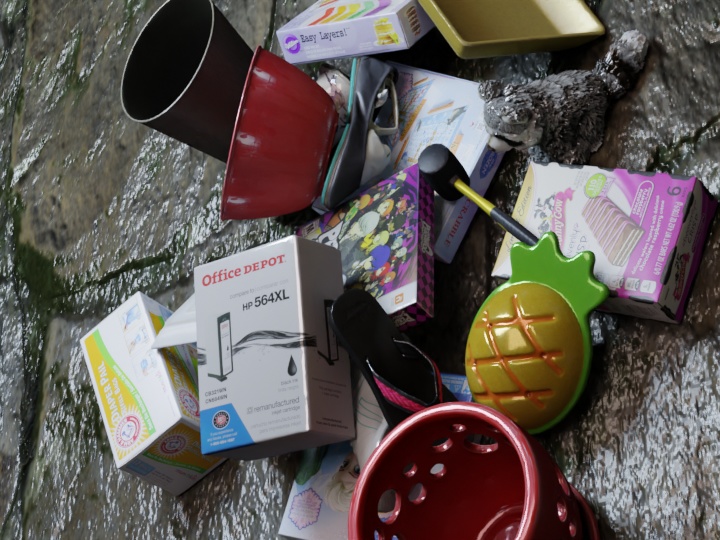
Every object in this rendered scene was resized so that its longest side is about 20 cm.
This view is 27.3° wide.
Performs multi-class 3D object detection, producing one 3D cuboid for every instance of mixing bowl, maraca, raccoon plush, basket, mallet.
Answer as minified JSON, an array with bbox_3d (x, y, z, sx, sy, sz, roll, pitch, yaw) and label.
[{"bbox_3d":[-0.086,-0.142,1.672,0.107,0.200,0.203,13,70,-1],"label":"mixing bowl"},{"bbox_3d":[0.172,0.064,1.459,0.136,0.107,0.202,27,107,27],"label":"maraca"},{"bbox_3d":[0.205,-0.202,1.575,0.096,0.134,0.202,24,82,44],"label":"raccoon plush"},{"bbox_3d":[-0.176,-0.215,1.830,0.135,0.200,0.182,6,69,39],"label":"basket"},{"bbox_3d":[0.138,-0.060,1.543,0.041,0.066,0.200,-47,59,-2],"label":"mallet"}]

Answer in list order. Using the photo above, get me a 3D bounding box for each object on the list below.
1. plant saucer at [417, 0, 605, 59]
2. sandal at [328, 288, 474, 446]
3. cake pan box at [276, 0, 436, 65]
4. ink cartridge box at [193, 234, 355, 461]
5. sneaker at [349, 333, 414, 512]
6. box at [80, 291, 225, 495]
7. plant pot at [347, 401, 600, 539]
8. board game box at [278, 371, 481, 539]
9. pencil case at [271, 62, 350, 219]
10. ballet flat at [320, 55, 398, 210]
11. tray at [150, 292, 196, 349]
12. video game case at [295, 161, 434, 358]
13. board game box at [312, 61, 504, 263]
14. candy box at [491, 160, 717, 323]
[{"bbox_3d":[0.144,-0.305,1.665,0.201,0.198,0.049,59,145,34],"label":"plant saucer"},{"bbox_3d":[0.042,0.104,1.462,0.075,0.201,0.045,-40,4,-29],"label":"sandal"},{"bbox_3d":[0.025,-0.313,1.771,0.182,0.053,0.200,1,30,37],"label":"cake pan box"},{"bbox_3d":[-0.091,0.081,1.515,0.145,0.084,0.203,-17,70,33],"label":"ink cartridge box"},{"bbox_3d":[0.016,0.160,1.517,0.080,0.070,0.202,-23,45,31],"label":"sneaker"},{"bbox_3d":[-0.238,0.144,1.741,0.101,0.112,0.201,-38,50,15],"label":"box"},{"bbox_3d":[0.116,0.243,1.367,0.199,0.182,0.203,-18,57,29],"label":"plant pot"},{"bbox_3d":[0.026,0.202,1.555,0.198,0.041,0.202,2,68,38],"label":"board game box"},{"bbox_3d":[-0.075,-0.156,1.804,0.200,0.078,0.090,-50,16,5],"label":"pencil case"},{"bbox_3d":[0.007,-0.154,1.672,0.072,0.073,0.202,-8,56,34],"label":"ballet flat"},{"bbox_3d":[-0.159,0.025,1.729,0.106,0.022,0.200,-10,25,34],"label":"tray"},{"bbox_3d":[0.000,0.000,1.587,0.180,0.036,0.202,-26,41,30],"label":"video game case"},{"bbox_3d":[0.065,-0.128,1.696,0.198,0.041,0.202,22,81,42],"label":"board game box"},{"bbox_3d":[0.245,-0.032,1.503,0.198,0.061,0.138,8,72,40],"label":"candy box"}]
